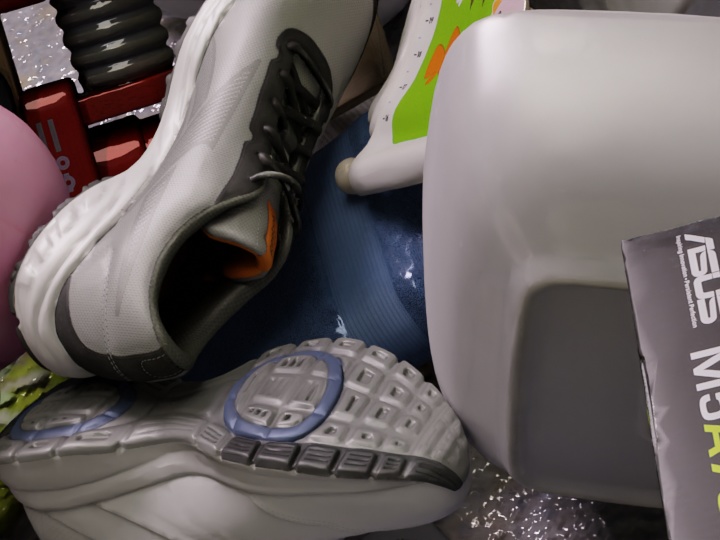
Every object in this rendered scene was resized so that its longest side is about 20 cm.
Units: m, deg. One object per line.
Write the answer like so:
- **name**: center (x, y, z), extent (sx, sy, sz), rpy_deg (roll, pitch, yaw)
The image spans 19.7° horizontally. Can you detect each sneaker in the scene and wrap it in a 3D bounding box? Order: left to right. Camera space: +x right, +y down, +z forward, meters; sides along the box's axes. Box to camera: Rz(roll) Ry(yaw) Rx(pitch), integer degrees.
- **sneaker**: center (-0.043, -0.038, 0.770), extent (0.079, 0.074, 0.201), rpy_deg (13, 62, 40)
- **sneaker**: center (-0.041, 0.078, 0.738), extent (0.199, 0.088, 0.075), rpy_deg (-5, 27, 38)

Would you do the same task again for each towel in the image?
- **towel**: center (0.000, 0.000, 0.798), extent (0.199, 0.048, 0.112), rpy_deg (-33, 45, 19)

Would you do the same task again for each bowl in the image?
- **bowl**: center (0.114, 0.013, 0.649), extent (0.197, 0.201, 0.075), rpy_deg (6, 55, 4)

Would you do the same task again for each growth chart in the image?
- **growth chart**: center (0.041, -0.117, 0.750), extent (0.145, 0.018, 0.202), rpy_deg (-27, 45, 64)

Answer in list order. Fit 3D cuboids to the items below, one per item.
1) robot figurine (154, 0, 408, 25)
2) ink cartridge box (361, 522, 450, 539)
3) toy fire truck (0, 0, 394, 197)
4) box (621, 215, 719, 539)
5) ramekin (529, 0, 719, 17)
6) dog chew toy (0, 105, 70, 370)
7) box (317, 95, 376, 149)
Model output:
- **robot figurine**: center (-0.046, -0.170, 0.981), extent (0.199, 0.114, 0.169), rpy_deg (15, 21, 36)
- **ink cartridge box**: center (0.036, 0.163, 0.668), extent (0.094, 0.037, 0.200), rpy_deg (-35, 41, -13)
- **toy fire truck**: center (-0.098, -0.098, 0.881), extent (0.198, 0.178, 0.129), rpy_deg (-17, 9, -5)
- **box**: center (0.120, 0.121, 0.552), extent (0.047, 0.201, 0.194), rpy_deg (-12, 42, 13)
- **ramekin**: center (0.162, -0.115, 0.777), extent (0.198, 0.201, 0.106), rpy_deg (-21, 51, 4)
- **dog chew toy**: center (-0.183, 0.032, 0.773), extent (0.123, 0.125, 0.202), rpy_deg (7, 70, 30)
- **box**: center (0.028, -0.035, 0.867), extent (0.041, 0.039, 0.200), rpy_deg (-32, 43, -9)
